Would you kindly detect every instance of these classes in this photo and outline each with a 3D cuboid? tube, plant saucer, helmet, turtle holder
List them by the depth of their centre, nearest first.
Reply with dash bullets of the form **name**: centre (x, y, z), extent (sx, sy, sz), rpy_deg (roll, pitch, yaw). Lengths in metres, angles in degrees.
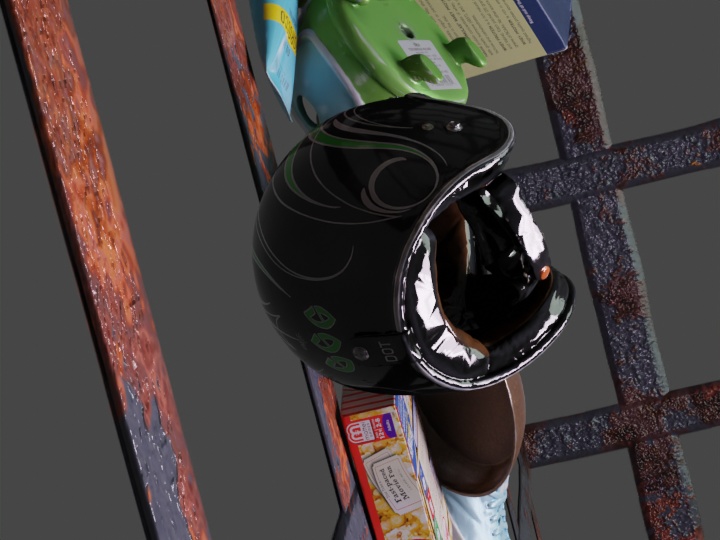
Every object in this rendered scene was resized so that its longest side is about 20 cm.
- **helmet**: centre (0.026, -0.018, 1.174), extent (0.190, 0.200, 0.200), rpy_deg (20, -46, 50)
- **tube**: centre (-0.069, -0.219, 1.422), extent (0.077, 0.050, 0.201), rpy_deg (55, 28, -60)
- **turtle holder**: centre (-0.006, -0.174, 1.465), extent (0.185, 0.132, 0.141), rpy_deg (41, 31, -11)
- **plant saucer**: centre (0.074, 0.090, 1.521), extent (0.200, 0.034, 0.201), rpy_deg (35, -44, 41)

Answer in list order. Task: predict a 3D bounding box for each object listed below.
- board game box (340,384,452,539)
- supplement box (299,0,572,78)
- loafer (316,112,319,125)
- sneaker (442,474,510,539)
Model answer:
- **board game box**: centre (0.033, 0.166, 1.471), extent (0.152, 0.046, 0.200), rpy_deg (-86, 162, -68)
- **supplement box**: centre (0.057, -0.279, 1.602), extent (0.200, 0.199, 0.135), rpy_deg (51, 37, -39)
- **loafer**: centre (0.003, -0.059, 1.640), extent (0.063, 0.072, 0.201), rpy_deg (2, 67, -62)
- **sneaker**: centre (0.107, 0.205, 1.652), extent (0.200, 0.082, 0.074), rpy_deg (59, 19, 1)
